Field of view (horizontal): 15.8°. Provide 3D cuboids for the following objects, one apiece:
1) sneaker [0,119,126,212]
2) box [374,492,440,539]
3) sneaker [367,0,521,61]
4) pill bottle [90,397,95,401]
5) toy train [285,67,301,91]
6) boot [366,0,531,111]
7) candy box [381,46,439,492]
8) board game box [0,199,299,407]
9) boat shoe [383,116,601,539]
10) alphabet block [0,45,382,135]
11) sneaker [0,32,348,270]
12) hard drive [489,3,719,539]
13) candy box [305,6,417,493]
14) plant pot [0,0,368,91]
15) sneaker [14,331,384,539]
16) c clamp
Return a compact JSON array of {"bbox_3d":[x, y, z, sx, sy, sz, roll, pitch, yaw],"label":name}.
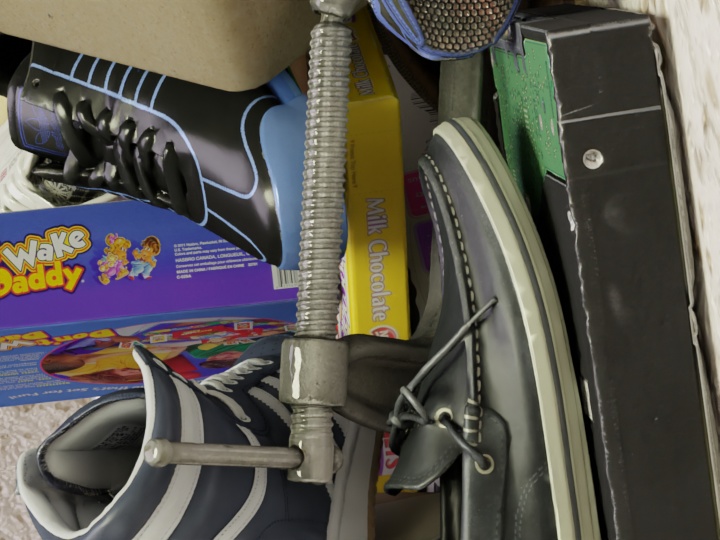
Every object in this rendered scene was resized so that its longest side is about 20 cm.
[{"bbox_3d":[-0.126,-0.038,1.088,0.200,0.076,0.081,-49,4,35],"label":"sneaker"},{"bbox_3d":[-0.007,0.137,0.941,0.200,0.078,0.095,-7,107,58],"label":"box"},{"bbox_3d":[0.033,-0.142,0.740,0.079,0.075,0.201,-117,24,-46],"label":"sneaker"},{"bbox_3d":[-0.027,0.050,1.229,0.109,0.199,0.110,171,90,-86],"label":"pill bottle"},{"bbox_3d":[-0.073,-0.127,1.002,0.201,0.042,0.056,64,164,17],"label":"toy train"},{"bbox_3d":[0.017,-0.174,0.992,0.156,0.072,0.201,-103,4,-49],"label":"boot"},{"bbox_3d":[0.047,0.033,1.046,0.168,0.071,0.201,87,173,-47],"label":"candy box"},{"bbox_3d":[-0.114,0.015,0.995,0.135,0.199,0.045,103,161,-75],"label":"board game box"},{"bbox_3d":[0.036,0.052,0.804,0.075,0.062,0.201,100,162,-84],"label":"boat shoe"},{"bbox_3d":[-0.078,-0.150,1.179,0.196,0.194,0.201,-46,-46,-59],"label":"alphabet block"},{"bbox_3d":[-0.075,-0.048,0.913,0.200,0.078,0.070,41,144,53],"label":"sneaker"},{"bbox_3d":[0.078,0.017,0.822,0.140,0.038,0.201,-129,29,-82],"label":"hard drive"},{"bbox_3d":[0.000,0.000,0.975,0.102,0.026,0.201,-111,15,-57],"label":"candy box"},{"bbox_3d":[-0.062,-0.177,0.869,0.199,0.200,0.178,17,136,39],"label":"plant pot"},{"bbox_3d":[-0.052,0.055,0.860,0.108,0.070,0.200,39,-160,-20],"label":"sneaker"},{"bbox_3d":[0.003,-0.026,0.829,0.171,0.027,0.201,18,-106,-53],"label":"c clamp"}]
